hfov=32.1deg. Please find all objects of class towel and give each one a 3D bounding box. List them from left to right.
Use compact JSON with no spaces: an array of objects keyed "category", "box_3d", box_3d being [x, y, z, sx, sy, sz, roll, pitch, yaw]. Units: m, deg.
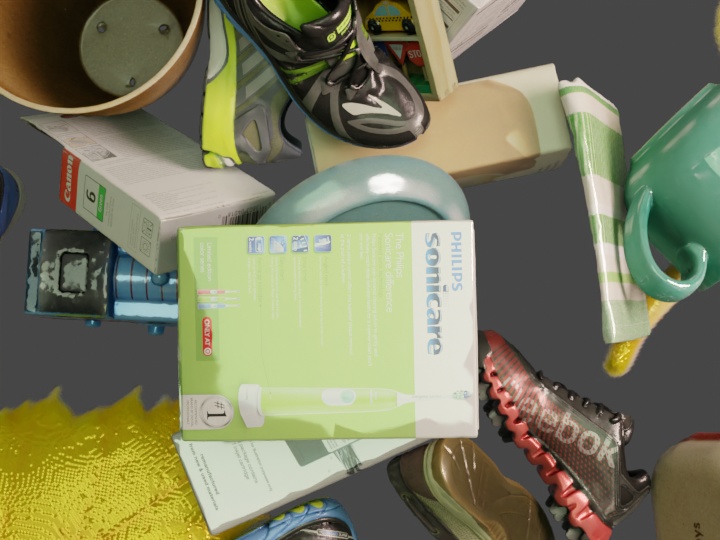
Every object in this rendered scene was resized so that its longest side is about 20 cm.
[{"category":"towel","box_3d":[0.193,-0.043,0.982,0.023,0.153,0.200,-9,85,21]}]

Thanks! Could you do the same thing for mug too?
[{"category":"mug","box_3d":[0.274,-0.071,0.962,0.114,0.185,0.152,47,121,7]}]

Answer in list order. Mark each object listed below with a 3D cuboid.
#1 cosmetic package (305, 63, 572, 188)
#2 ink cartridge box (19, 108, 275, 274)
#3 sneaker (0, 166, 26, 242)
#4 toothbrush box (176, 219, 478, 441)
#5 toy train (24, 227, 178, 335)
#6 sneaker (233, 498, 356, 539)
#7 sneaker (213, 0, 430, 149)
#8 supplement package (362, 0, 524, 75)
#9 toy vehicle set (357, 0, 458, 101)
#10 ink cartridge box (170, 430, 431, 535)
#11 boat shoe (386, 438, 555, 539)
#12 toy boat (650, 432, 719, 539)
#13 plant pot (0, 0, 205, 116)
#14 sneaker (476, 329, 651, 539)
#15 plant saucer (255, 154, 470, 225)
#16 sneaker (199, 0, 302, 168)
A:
[{"category":"cosmetic package","box_3d":[0.062,-0.103,1.009,0.200,0.105,0.071,-12,85,2]},{"category":"ink cartridge box","box_3d":[-0.173,-0.071,0.986,0.200,0.109,0.050,33,124,36]},{"category":"sneaker","box_3d":[-0.342,0.002,1.009,0.077,0.111,0.200,28,88,3]},{"category":"toothbrush box","box_3d":[-0.020,0.040,0.862,0.200,0.086,0.146,-2,91,4]},{"category":"toy train","box_3d":[-0.168,0.009,1.002,0.200,0.114,0.087,4,87,2]},{"category":"sneaker","box_3d":[-0.092,0.257,1.000,0.200,0.071,0.083,-27,80,-3]},{"category":"sneaker","box_3d":[-0.026,-0.157,0.880,0.200,0.083,0.071,44,76,-22]},{"category":"supplement package","box_3d":[0.042,-0.275,0.984,0.200,0.111,0.156,47,54,3]},{"category":"toy vehicle set","box_3d":[-0.023,-0.195,0.966,0.027,0.200,0.124,-40,124,-36]},{"category":"ink cartridge box","box_3d":[-0.031,0.124,0.976,0.200,0.147,0.083,-23,84,-1]},{"category":"boat shoe","box_3d":[0.091,0.196,0.980,0.066,0.201,0.072,-10,46,35]},{"category":"toy boat","box_3d":[0.317,0.224,0.987,0.131,0.131,0.200,-4,86,-28]},{"category":"plant pot","box_3d":[-0.200,-0.196,0.972,0.186,0.200,0.186,0,86,1]},{"category":"sneaker","box_3d":[0.162,0.122,1.007,0.098,0.071,0.200,-35,88,3]},{"category":"plant saucer","box_3d":[0.000,0.000,0.970,0.200,0.200,0.027,-30,47,0]},{"category":"sneaker","box_3d":[-0.072,-0.173,0.943,0.081,0.074,0.200,6,106,2]}]
